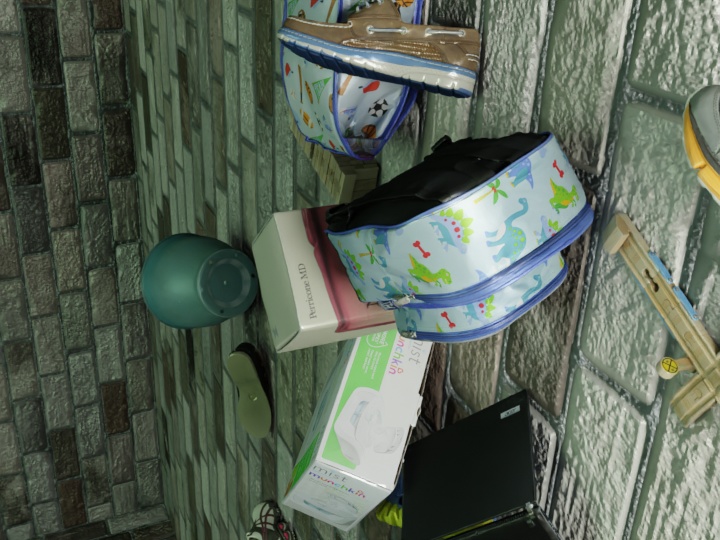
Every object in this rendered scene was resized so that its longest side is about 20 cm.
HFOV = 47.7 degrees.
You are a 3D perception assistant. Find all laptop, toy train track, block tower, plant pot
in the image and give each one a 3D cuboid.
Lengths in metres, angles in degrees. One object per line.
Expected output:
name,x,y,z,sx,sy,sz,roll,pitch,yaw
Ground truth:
laptop,0.137,0.254,0.806,0.177,0.103,0.200,-35,89,38
toy train track,0.224,0.042,0.585,0.115,0.032,0.200,111,144,-50
block tower,-0.038,-0.166,1.086,0.054,0.058,0.200,103,150,-41
plant pot,-0.306,0.022,1.627,0.188,0.200,0.201,0,99,51

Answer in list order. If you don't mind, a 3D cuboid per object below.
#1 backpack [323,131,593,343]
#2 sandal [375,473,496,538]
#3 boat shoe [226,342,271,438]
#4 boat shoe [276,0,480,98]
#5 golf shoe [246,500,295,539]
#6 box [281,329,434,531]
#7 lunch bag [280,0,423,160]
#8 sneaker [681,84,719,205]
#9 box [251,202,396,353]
backpack,0.092,-0.031,0.690,0.147,0.183,0.200,60,158,-11
sandal,0.085,0.262,0.943,0.200,0.079,0.087,-10,63,59
boat shoe,-0.217,0.243,1.649,0.063,0.073,0.202,-63,-36,-66
boat shoe,0.020,-0.225,0.796,0.072,0.199,0.073,-49,-27,-86
golf shoe,-0.202,0.538,1.689,0.200,0.088,0.078,-166,67,-66
box,-0.001,0.180,0.966,0.177,0.096,0.200,118,173,-56
lunch bag,-0.016,-0.235,0.926,0.170,0.123,0.201,-147,60,-60
sneaker,0.256,-0.041,0.444,0.200,0.078,0.077,61,137,32
box,0.000,0.000,0.875,0.109,0.199,0.128,140,118,-64
